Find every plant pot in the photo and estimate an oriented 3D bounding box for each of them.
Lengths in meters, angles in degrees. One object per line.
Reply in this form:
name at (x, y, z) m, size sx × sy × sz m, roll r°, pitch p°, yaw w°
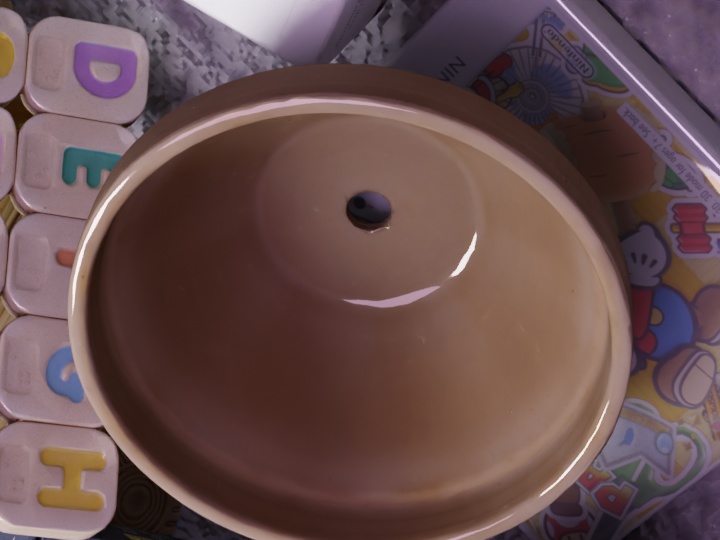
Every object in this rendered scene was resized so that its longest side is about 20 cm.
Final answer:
plant pot at (0.000, 0.000, 0.891) m, size 0.200 × 0.093 × 0.201 m, roll 4°, pitch 126°, yaw 5°

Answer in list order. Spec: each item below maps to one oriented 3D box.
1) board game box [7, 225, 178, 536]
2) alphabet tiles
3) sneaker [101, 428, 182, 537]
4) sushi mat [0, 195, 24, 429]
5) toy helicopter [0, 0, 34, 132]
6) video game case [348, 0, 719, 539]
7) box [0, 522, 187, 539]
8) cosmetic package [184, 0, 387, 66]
board game box at (-0.161, 0.057, 1.068) m, size 0.199 × 0.039 × 0.158 m, roll -18°, pitch 105°, yaw 28°
alphabet tiles at (-0.133, -0.003, 0.918) m, size 0.195 × 0.201 × 0.015 m, roll 9°, pitch 163°, yaw -20°
sneaker at (-0.139, 0.125, 1.024) m, size 0.108 × 0.070 × 0.201 m, roll 20°, pitch 97°, yaw 54°
sushi mat at (-0.165, 0.029, 0.975) m, size 0.095 × 0.200 × 0.012 m, roll 22°, pitch 158°, yaw 14°
toy helicopter at (-0.155, -0.052, 0.960) m, size 0.199 × 0.133 × 0.079 m, roll 23°, pitch 148°, yaw -5°
video game case at (0.071, 0.000, 0.941) m, size 0.200 × 0.023 × 0.182 m, roll 45°, pitch 125°, yaw -3°
box at (-0.079, 0.187, 0.981) m, size 0.051 × 0.200 × 0.158 m, roll 19°, pitch 90°, yaw 55°
cosmetic package at (-0.066, -0.173, 0.878) m, size 0.200 × 0.081 × 0.113 m, roll 30°, pitch 123°, yaw 8°
